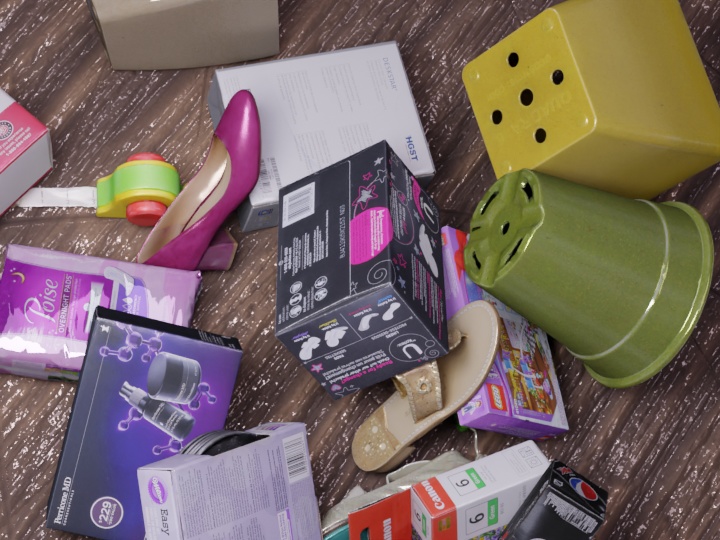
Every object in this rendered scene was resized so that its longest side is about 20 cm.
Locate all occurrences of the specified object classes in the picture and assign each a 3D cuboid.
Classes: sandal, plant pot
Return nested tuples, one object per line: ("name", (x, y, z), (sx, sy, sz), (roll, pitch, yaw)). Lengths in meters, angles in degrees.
("sandal", (0.048, 0.112, 1.681), (0.069, 0.212, 0.078), (14, 32, -46))
("plant pot", (0.209, -0.010, 1.733), (0.189, 0.200, 0.201), (24, 65, -25))
("plant pot", (0.222, -0.171, 1.790), (0.176, 0.200, 0.201), (1, 66, -46))
("plant pot", (-0.200, -0.315, 1.796), (0.176, 0.200, 0.201), (-20, 75, -7))

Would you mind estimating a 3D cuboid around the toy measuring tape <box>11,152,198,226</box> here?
("toy measuring tape", (-0.251, -0.083, 1.755), (0.199, 0.074, 0.074), (1, 70, -13))

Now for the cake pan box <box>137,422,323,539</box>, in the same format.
("cake pan box", (-0.110, 0.244, 1.583), (0.184, 0.052, 0.201), (-17, 101, -52))

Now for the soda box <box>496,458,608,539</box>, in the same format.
("soda box", (0.152, 0.279, 1.652), (0.063, 0.071, 0.200), (33, 110, 1))

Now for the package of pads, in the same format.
("package of pads", (-0.257, 0.048, 1.703), (0.199, 0.076, 0.121), (9, 67, -9))

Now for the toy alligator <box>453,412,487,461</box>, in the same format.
("toy alligator", (0.108, 0.115, 1.768), (0.054, 0.059, 0.201), (-19, 75, -18))

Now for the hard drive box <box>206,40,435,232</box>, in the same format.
("hard drive box", (-0.042, -0.139, 1.820), (0.199, 0.077, 0.157), (-11, 73, -16))

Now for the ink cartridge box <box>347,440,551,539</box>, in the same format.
("ink cartridge box", (0.089, 0.246, 1.685), (0.199, 0.109, 0.050), (-19, 42, -18))

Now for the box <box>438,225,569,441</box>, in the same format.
("box", (0.133, 0.064, 1.757), (0.137, 0.039, 0.201), (17, 54, -47))

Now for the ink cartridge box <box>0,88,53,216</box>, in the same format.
("ink cartridge box", (-0.421, -0.133, 1.715), (0.200, 0.084, 0.145), (39, 66, 12))

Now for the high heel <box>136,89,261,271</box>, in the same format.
("high heel", (-0.156, -0.082, 1.717), (0.096, 0.201, 0.067), (-1, 26, -30))

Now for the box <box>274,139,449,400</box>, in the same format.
("box", (0.000, 0.000, 1.680), (0.132, 0.115, 0.201), (-24, 40, 21))

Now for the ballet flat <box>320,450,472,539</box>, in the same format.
("ballet flat", (0.025, 0.231, 1.714), (0.199, 0.068, 0.062), (-19, 42, -18))

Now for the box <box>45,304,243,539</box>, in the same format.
("box", (-0.201, 0.148, 1.631), (0.140, 0.079, 0.201), (13, 95, -8))
